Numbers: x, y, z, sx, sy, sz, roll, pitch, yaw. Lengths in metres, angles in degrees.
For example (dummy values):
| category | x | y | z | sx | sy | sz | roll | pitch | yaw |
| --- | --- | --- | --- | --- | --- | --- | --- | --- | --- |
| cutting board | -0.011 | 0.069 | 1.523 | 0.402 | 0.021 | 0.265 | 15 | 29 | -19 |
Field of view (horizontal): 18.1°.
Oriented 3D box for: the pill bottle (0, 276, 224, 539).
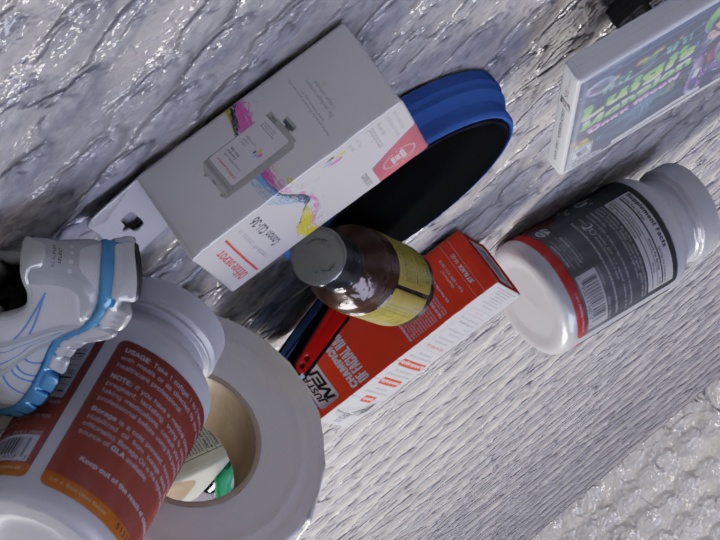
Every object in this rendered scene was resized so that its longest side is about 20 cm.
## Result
| category | x | y | z | sx | sy | sz | roll | pitch | yaw |
| --- | --- | --- | --- | --- | --- | --- | --- | --- | --- |
| pill bottle | -0.165 | 0.104 | 1.463 | 0.200 | 0.112 | 0.112 | -62 | -176 | -37 |

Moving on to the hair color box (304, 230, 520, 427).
| category | x | y | z | sx | sy | sz | roll | pitch | yaw |
| --- | --- | --- | --- | --- | --- | --- | --- | --- | --- |
| hair color box | 0.036 | 0.053 | 1.977 | 0.200 | 0.064 | 0.111 | -39 | 166 | 7 |

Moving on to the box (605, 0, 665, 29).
| category | x | y | z | sx | sy | sz | roll | pitch | yaw |
| --- | --- | --- | --- | --- | --- | --- | --- | --- | --- |
| box | 0.283 | -0.213 | 1.728 | 0.161 | 0.049 | 0.200 | -40 | 164 | 13 |

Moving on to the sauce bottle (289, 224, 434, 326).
| category | x | y | z | sx | sy | sz | roll | pitch | yaw |
| --- | --- | --- | --- | --- | --- | --- | --- | --- | --- |
| sauce bottle | 0.000 | 0.000 | 1.573 | 0.065 | 0.065 | 0.200 | -38 | 164 | 8 |

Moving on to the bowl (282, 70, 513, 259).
| category | x | y | z | sx | sy | sz | roll | pitch | yaw |
| --- | --- | --- | --- | --- | --- | --- | --- | --- | --- |
| bowl | 0.026 | -0.065 | 1.629 | 0.200 | 0.039 | 0.201 | -33 | 166 | -10 |

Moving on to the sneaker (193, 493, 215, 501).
| category | x | y | z | sx | sy | sz | roll | pitch | yaw |
| --- | --- | --- | --- | --- | --- | --- | --- | --- | --- |
| sneaker | -0.164 | 0.184 | 1.889 | 0.074 | 0.087 | 0.200 | -37 | 164 | 13 |

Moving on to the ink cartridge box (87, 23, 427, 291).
| category | x | y | z | sx | sy | sz | roll | pitch | yaw |
| --- | --- | --- | --- | --- | --- | --- | --- | --- | --- |
| ink cartridge box | -0.062 | -0.055 | 1.404 | 0.200 | 0.068 | 0.116 | -36 | 165 | 2 |

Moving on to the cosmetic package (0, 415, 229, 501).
| category | x | y | z | sx | sy | sz | roll | pitch | yaw |
| --- | --- | --- | --- | --- | --- | --- | --- | --- | --- |
| cosmetic package | -0.204 | 0.144 | 1.641 | 0.200 | 0.105 | 0.071 | -21 | 159 | -41 |

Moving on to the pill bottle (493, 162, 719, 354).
| category | x | y | z | sx | sy | sz | roll | pitch | yaw |
| --- | --- | --- | --- | --- | --- | --- | --- | --- | --- |
| pill bottle | 0.230 | -0.015 | 2.096 | 0.200 | 0.116 | 0.116 | -29 | 164 | -24 |

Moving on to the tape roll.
| category | x | y | z | sx | sy | sz | roll | pitch | yaw |
| --- | --- | --- | --- | --- | --- | --- | --- | --- | --- |
| tape roll | -0.127 | 0.130 | 1.574 | 0.202 | 0.203 | 0.071 | -27 | 162 | -31 |

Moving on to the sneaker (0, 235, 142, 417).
| category | x | y | z | sx | sy | sz | roll | pitch | yaw |
| --- | --- | --- | --- | --- | --- | --- | --- | --- | --- |
| sneaker | -0.209 | 0.025 | 1.362 | 0.086 | 0.075 | 0.200 | 13 | 147 | -26 |

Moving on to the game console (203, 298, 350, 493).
| category | x | y | z | sx | sy | sz | roll | pitch | yaw |
| --- | --- | --- | --- | --- | --- | --- | --- | --- | --- |
| game console | -0.052 | 0.071 | 1.772 | 0.177 | 0.031 | 0.200 | -53 | 180 | -43 |

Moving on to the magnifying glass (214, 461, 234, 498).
| category | x | y | z | sx | sy | sz | roll | pitch | yaw |
| --- | --- | --- | --- | --- | --- | --- | --- | --- | --- |
| magnifying glass | -0.098 | 0.135 | 1.698 | 0.022 | 0.200 | 0.080 | 10 | 126 | -26 |

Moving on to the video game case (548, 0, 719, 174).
| category | x | y | z | sx | sy | sz | roll | pitch | yaw |
| --- | --- | --- | --- | --- | --- | --- | --- | --- | --- |
| video game case | 0.230 | -0.158 | 1.656 | 0.200 | 0.023 | 0.182 | -31 | 163 | -9 |
